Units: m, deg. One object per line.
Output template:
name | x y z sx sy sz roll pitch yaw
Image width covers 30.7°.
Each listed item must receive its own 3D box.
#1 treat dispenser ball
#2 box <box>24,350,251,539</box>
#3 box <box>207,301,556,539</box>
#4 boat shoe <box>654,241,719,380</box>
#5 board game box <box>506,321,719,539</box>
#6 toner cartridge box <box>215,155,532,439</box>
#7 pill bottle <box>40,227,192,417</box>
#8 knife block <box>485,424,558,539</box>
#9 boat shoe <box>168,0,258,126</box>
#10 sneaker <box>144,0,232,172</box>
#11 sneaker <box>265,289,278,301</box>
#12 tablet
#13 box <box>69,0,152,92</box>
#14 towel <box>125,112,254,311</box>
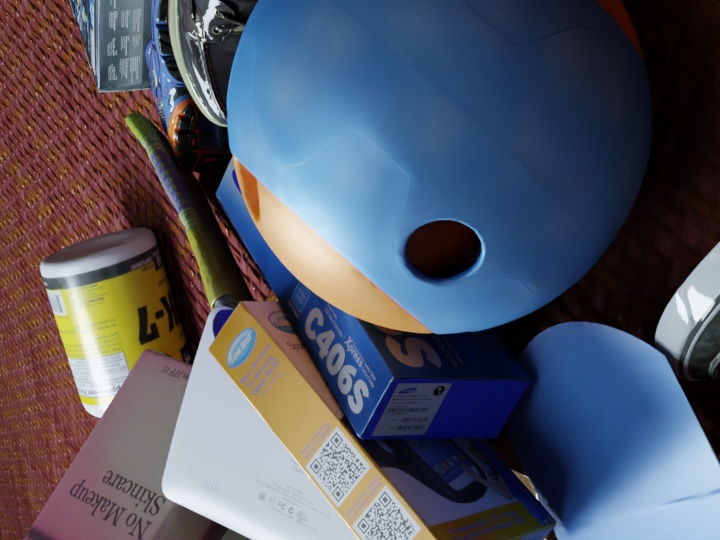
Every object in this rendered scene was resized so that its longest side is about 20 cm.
treat dispenser ball | 0.036 -0.072 0.617 0.201 0.199 0.203 38 140 42
box | -0.138 0.177 0.931 0.127 0.201 0.109 13 154 44
box | 0.006 0.080 0.703 0.042 0.119 0.200 -50 64 22
boat shoe | 0.189 0.001 0.540 0.064 0.070 0.201 57 148 22
board game box | 0.150 0.114 0.655 0.202 0.039 0.158 64 153 7
toner cartridge box | 0.002 0.006 0.717 0.043 0.094 0.201 -60 44 28
pill bottle | -0.225 0.070 1.256 0.114 0.113 0.202 7 116 58
knife block | 0.111 0.177 0.798 0.199 0.063 0.178 17 122 55
boat shoe | -0.091 -0.190 0.891 0.065 0.073 0.202 31 135 55
sneaker | -0.133 -0.170 0.981 0.079 0.075 0.202 49 145 37
sneaker | -0.033 0.090 1.003 0.077 0.073 0.202 19 134 35
tablet | -0.032 0.110 0.798 0.198 0.014 0.132 18 94 30
box | -0.198 -0.266 1.015 0.201 0.045 0.160 100 153 -44
towel | -0.121 -0.019 1.026 0.201 0.023 0.144 62 -179 28
